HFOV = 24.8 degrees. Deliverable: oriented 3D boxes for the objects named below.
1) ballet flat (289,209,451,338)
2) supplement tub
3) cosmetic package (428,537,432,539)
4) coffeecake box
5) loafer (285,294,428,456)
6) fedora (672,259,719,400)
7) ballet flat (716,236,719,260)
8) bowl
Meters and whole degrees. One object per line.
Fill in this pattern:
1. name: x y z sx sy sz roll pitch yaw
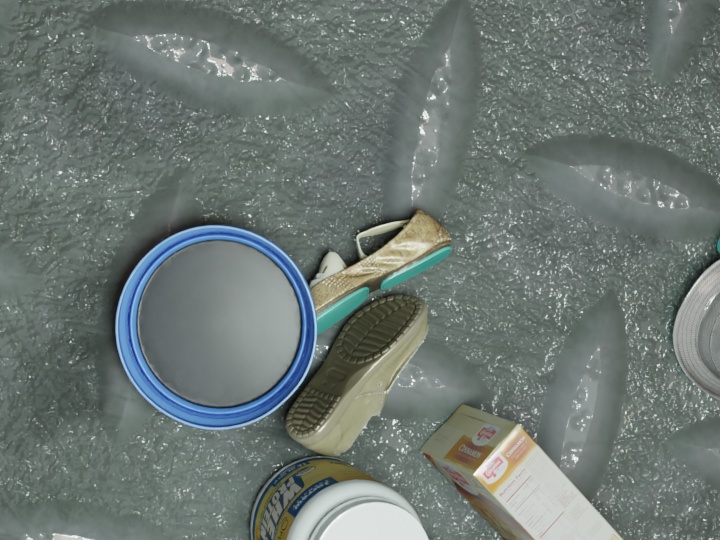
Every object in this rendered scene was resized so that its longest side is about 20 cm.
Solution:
1. ballet flat: 0.000 0.000 1.691 0.199 0.071 0.066 -30 76 -17
2. supplement tub: -0.019 0.270 1.622 0.143 0.200 0.146 -1 94 -18
3. cosmetic package: 0.041 0.380 1.713 0.106 0.090 0.201 29 87 -18
4. coffeecake box: 0.174 0.242 1.710 0.073 0.153 0.200 -45 105 -11
5. loafer: 0.002 0.109 1.689 0.200 0.075 0.068 -48 136 -16
6. fedora: 0.452 0.080 1.803 0.199 0.090 0.178 31 99 -27
7. ballet flat: 0.465 -0.088 1.840 0.075 0.068 0.202 22 92 -40
8. bowl: -0.141 0.055 1.623 0.198 0.039 0.203 0 95 1
